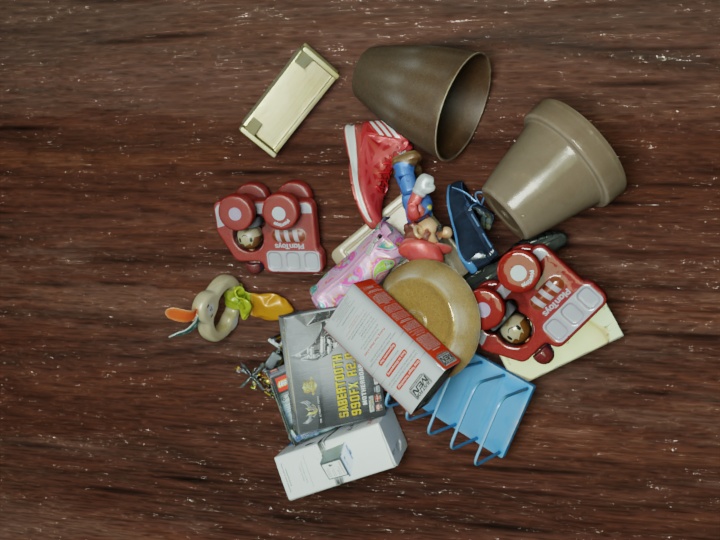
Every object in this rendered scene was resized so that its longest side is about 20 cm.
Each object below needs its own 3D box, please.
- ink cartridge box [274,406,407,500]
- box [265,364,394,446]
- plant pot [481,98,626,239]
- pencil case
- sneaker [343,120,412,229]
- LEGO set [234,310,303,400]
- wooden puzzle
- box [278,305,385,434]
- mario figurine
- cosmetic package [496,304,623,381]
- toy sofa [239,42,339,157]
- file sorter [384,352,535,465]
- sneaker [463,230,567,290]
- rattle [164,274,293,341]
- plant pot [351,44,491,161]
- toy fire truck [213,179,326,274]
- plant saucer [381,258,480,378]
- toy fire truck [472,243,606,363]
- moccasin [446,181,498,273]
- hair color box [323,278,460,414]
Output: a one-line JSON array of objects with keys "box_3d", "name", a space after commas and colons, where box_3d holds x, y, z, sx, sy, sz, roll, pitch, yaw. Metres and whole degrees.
[{"box_3d": [-0.031, 0.322, 1.328, 0.200, 0.146, 0.086, -22, 88, 11], "name": "ink cartridge box"}, {"box_3d": [-0.052, 0.207, 1.323, 0.200, 0.040, 0.137, -22, 105, -16], "name": "box"}, {"box_3d": [0.296, -0.147, 1.210, 0.175, 0.200, 0.200, -41, 84, 1], "name": "plant pot"}, {"box_3d": [0.000, 0.000, 1.312, 0.200, 0.087, 0.087, -43, 83, 20], "name": "pencil case"}, {"box_3d": [0.041, -0.179, 1.325, 0.115, 0.078, 0.200, -14, 81, 11], "name": "sneaker"}, {"box_3d": [-0.118, 0.168, 1.355, 0.154, 0.116, 0.200, 42, 99, 7], "name": "LEGO set"}, {"box_3d": [0.073, -0.018, 1.355, 0.200, 0.037, 0.185, -40, 83, 15], "name": "wooden puzzle"}, {"box_3d": [-0.048, 0.162, 1.270, 0.158, 0.048, 0.200, -8, 95, -18], "name": "box"}, {"box_3d": [0.114, -0.098, 1.256, 0.106, 0.123, 0.200, -23, 71, 37], "name": "mario figurine"}, {"box_3d": [0.335, 0.109, 1.286, 0.200, 0.073, 0.104, -29, 86, 12], "name": "cosmetic package"}, {"box_3d": [-0.132, -0.312, 1.372, 0.083, 0.098, 0.200, 37, 99, -17], "name": "toy sofa"}, {"box_3d": [0.161, 0.214, 1.259, 0.200, 0.123, 0.139, 29, 106, 31], "name": "file sorter"}, {"box_3d": [0.277, 0.001, 1.301, 0.200, 0.076, 0.091, -33, 92, 20], "name": "sneaker"}, {"box_3d": [-0.234, 0.086, 1.331, 0.143, 0.200, 0.130, 31, 99, 13], "name": "rattle"}, {"box_3d": [0.091, -0.309, 1.282, 0.200, 0.187, 0.187, 25, 97, 24], "name": "plant pot"}, {"box_3d": [-0.168, -0.071, 1.373, 0.200, 0.112, 0.168, -1, 110, 12], "name": "toy fire truck"}, {"box_3d": [0.096, 0.082, 1.199, 0.200, 0.035, 0.201, 4, 97, 36], "name": "plant saucer"}, {"box_3d": [0.270, 0.061, 1.201, 0.168, 0.112, 0.200, 43, 108, 10], "name": "toy fire truck"}, {"box_3d": [0.197, -0.079, 1.271, 0.068, 0.080, 0.200, -25, 49, 20], "name": "moccasin"}, {"box_3d": [0.047, 0.116, 1.171, 0.200, 0.061, 0.102, 44, 117, 20], "name": "hair color box"}]
